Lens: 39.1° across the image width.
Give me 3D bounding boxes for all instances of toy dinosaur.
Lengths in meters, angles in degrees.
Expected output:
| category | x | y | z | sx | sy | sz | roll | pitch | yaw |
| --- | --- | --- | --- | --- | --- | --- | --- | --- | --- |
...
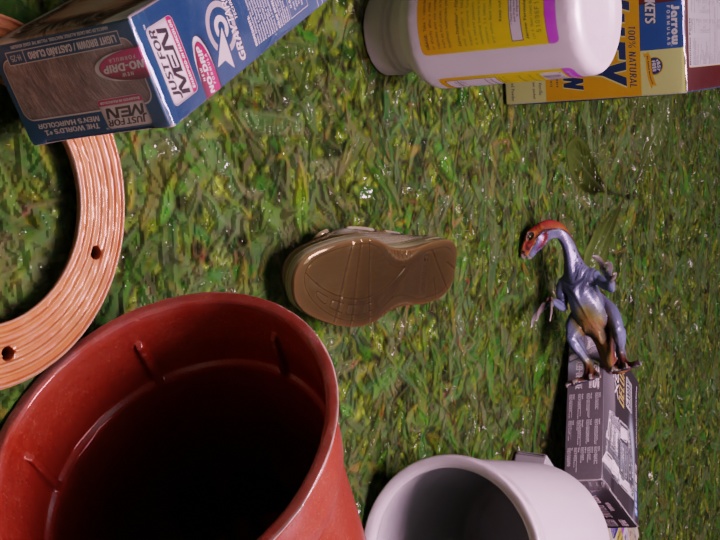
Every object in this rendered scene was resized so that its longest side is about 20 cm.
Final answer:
| category | x | y | z | sx | sy | sz | roll | pitch | yaw |
| --- | --- | --- | --- | --- | --- | --- | --- | --- | --- |
| toy dinosaur | 0.241 | 0.035 | 1.155 | 0.200 | 0.104 | 0.183 | 31 | 42 | -74 |

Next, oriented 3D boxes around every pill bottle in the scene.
| category | x | y | z | sx | sy | sz | roll | pitch | yaw |
| --- | --- | --- | --- | --- | --- | --- | --- | --- | --- |
| pill bottle | 0.103 | -0.205 | 0.829 | 0.104 | 0.198 | 0.106 | -5 | 95 | -56 |

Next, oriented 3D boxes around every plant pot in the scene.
| category | x | y | z | sx | sy | sz | roll | pitch | yaw |
| --- | --- | --- | --- | --- | --- | --- | --- | --- | --- |
| plant pot | -0.083 | 0.154 | 0.596 | 0.202 | 0.199 | 0.196 | -60 | 146 | -35 |

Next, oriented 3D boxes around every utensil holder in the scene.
| category | x | y | z | sx | sy | sz | roll | pitch | yaw |
| --- | --- | --- | --- | --- | --- | --- | --- | --- | --- |
| utensil holder | 0.123 | 0.255 | 0.917 | 0.199 | 0.168 | 0.172 | 17 | 78 | -56 |

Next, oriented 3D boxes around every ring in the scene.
| category | x | y | z | sx | sy | sz | roll | pitch | yaw |
| --- | --- | --- | --- | --- | --- | --- | --- | --- | --- |
| ring | -0.204 | -0.036 | 0.539 | 0.200 | 0.019 | 0.203 | -2 | 93 | -56 |

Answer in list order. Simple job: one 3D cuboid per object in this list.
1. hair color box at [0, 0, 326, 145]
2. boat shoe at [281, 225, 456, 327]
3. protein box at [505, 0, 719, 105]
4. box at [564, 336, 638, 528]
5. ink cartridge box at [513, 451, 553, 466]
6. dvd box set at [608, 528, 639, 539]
| category | x | y | z | sx | sy | sz | roll | pitch | yaw |
| --- | --- | --- | --- | --- | --- | --- | --- | --- | --- |
| hair color box | -0.106 | -0.146 | 0.588 | 0.200 | 0.099 | 0.061 | -55 | 134 | -49 |
| boat shoe | 0.001 | -0.003 | 0.827 | 0.200 | 0.063 | 0.074 | -12 | 114 | -49 |
| protein box | 0.284 | -0.257 | 1.099 | 0.199 | 0.197 | 0.137 | -18 | 107 | -54 |
| box | 0.300 | 0.194 | 1.253 | 0.158 | 0.049 | 0.202 | 50 | 41 | -46 |
| ink cartridge box | 0.192 | 0.334 | 1.138 | 0.174 | 0.043 | 0.201 | 53 | 50 | -42 |
| dvd box set | 0.319 | 0.375 | 1.339 | 0.200 | 0.029 | 0.147 | -53 | 134 | -42 |
